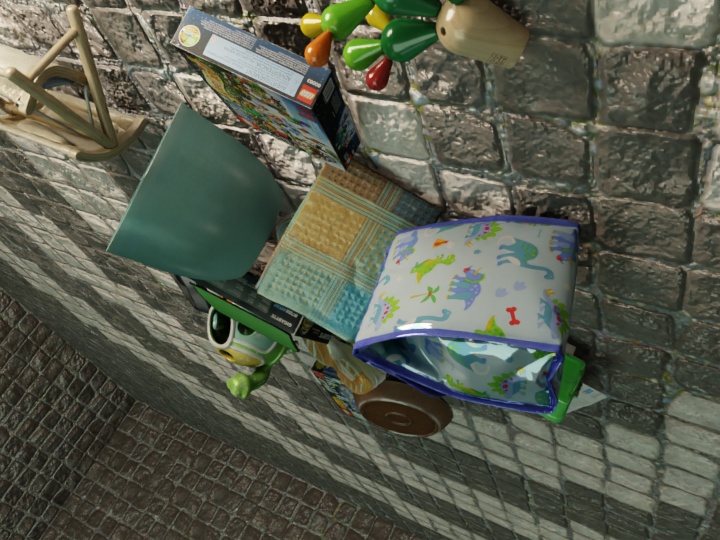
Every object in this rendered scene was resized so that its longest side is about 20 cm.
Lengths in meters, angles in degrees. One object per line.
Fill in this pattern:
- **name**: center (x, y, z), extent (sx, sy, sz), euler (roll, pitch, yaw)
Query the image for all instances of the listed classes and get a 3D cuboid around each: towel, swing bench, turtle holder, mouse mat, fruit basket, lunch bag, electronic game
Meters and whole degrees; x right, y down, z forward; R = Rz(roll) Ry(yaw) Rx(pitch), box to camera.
- **towel**: center (-0.016, -0.023, 0.795), extent (0.146, 0.022, 0.200), euler (29, 112, -5)
- **swing bench**: center (-0.419, -0.236, 0.874), extent (0.199, 0.130, 0.200), euler (20, 153, 22)
- **turtle holder**: center (-0.201, 0.111, 1.192), extent (0.141, 0.186, 0.132), euler (33, -163, 34)
- **mouse mat**: center (-0.166, 0.073, 1.015), extent (0.161, 0.008, 0.200), euler (27, 166, 5)
- **fruit basket**: center (0.221, 0.137, 0.932), extent (0.185, 0.094, 0.200), euler (27, 170, 9)
- **lunch bag**: center (0.108, 0.035, 0.686), extent (0.199, 0.170, 0.128), euler (8, 137, 16)
- **electronic game**: center (-0.318, -0.008, 1.218), extent (0.200, 0.042, 0.200), euler (49, 160, 24)

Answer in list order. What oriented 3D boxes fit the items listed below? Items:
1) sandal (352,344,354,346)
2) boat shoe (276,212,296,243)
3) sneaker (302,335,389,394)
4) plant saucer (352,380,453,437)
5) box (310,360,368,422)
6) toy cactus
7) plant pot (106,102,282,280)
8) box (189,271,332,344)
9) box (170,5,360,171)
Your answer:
- **sandal**: center (0.044, 0.084, 1.037), extent (0.200, 0.079, 0.087), euler (-2, 103, 60)
- **boat shoe**: center (-0.042, 0.012, 0.910), extent (0.070, 0.072, 0.201), euler (-30, 112, 15)
- **sneaker**: center (-0.026, 0.128, 1.179), extent (0.200, 0.088, 0.076), euler (43, 141, 29)
- **plant saucer**: center (0.078, 0.275, 1.324), extent (0.200, 0.035, 0.200), euler (12, 146, 8)
- **box**: center (-0.007, 0.261, 1.437), extent (0.137, 0.040, 0.200), euler (14, 150, 33)
- **toy cactus**: center (0.044, -0.194, 0.503), extent (0.165, 0.102, 0.200), euler (23, 147, -6)
- **plant pot**: center (-0.195, -0.079, 0.849), extent (0.161, 0.201, 0.200), euler (28, 157, -19)
- **box**: center (-0.141, 0.037, 0.979), extent (0.200, 0.046, 0.159), euler (26, 176, 16)
- **box**: center (-0.079, -0.163, 0.653), extent (0.136, 0.038, 0.200), euler (26, 177, 9)
